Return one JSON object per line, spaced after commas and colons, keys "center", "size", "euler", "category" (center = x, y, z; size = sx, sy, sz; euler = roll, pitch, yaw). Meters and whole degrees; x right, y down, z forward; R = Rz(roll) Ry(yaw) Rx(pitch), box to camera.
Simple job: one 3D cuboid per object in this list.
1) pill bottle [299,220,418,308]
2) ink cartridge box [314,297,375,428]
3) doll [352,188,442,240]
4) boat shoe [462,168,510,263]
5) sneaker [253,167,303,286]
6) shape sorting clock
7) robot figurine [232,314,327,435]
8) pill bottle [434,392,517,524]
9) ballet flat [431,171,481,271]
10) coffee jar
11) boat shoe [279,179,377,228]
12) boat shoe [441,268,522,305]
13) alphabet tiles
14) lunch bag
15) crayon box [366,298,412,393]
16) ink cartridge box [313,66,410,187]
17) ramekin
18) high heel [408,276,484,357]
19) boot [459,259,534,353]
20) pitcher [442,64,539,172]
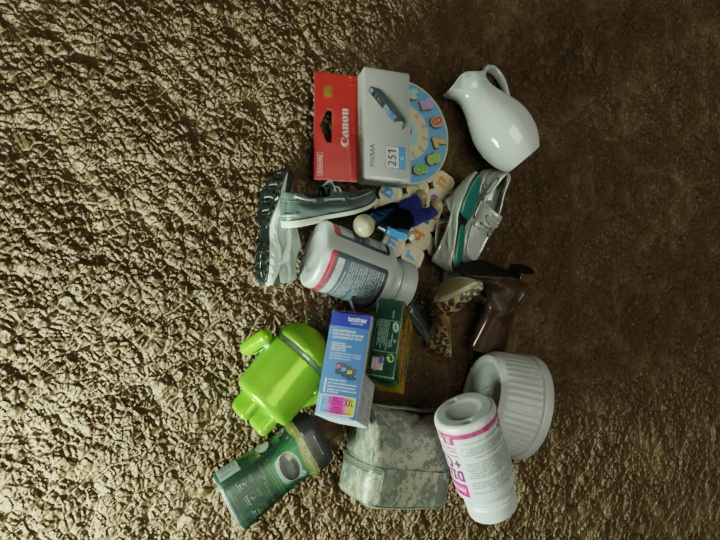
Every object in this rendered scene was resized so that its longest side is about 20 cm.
{"center": [0.000, 0.000, 1.054], "size": [0.196, 0.119, 0.123], "euler": [20, 83, -23], "category": "pill bottle"}
{"center": [-0.013, 0.154, 0.997], "size": [0.074, 0.137, 0.205], "euler": [7, 72, 12], "category": "ink cartridge box"}
{"center": [0.059, -0.098, 1.064], "size": [0.198, 0.135, 0.049], "euler": [-24, 136, -41], "category": "doll"}
{"center": [0.252, -0.111, 1.185], "size": [0.070, 0.068, 0.205], "euler": [22, 83, -40], "category": "boat shoe"}
{"center": [-0.137, -0.075, 1.023], "size": [0.078, 0.073, 0.206], "euler": [3, 95, -35], "category": "sneaker"}
{"center": [0.086, -0.265, 1.121], "size": [0.195, 0.039, 0.206], "euler": [2, 84, -21], "category": "shape sorting clock"}
{"center": [-0.128, 0.178, 1.002], "size": [0.176, 0.115, 0.201], "euler": [45, 74, -19], "category": "robot figurine"}
{"center": [0.209, 0.333, 1.037], "size": [0.111, 0.113, 0.205], "euler": [-25, 105, -21], "category": "pill bottle"}
{"center": [0.183, -0.101, 1.149], "size": [0.068, 0.069, 0.205], "euler": [18, 83, -23], "category": "ballet flat"}
{"center": [-0.147, 0.340, 1.014], "size": [0.197, 0.085, 0.106], "euler": [-31, 100, -19], "category": "coffee jar"}
{"center": [-0.052, -0.122, 1.002], "size": [0.196, 0.072, 0.064], "euler": [-18, 105, -33], "category": "boat shoe"}
{"center": [0.261, 0.030, 1.201], "size": [0.198, 0.064, 0.076], "euler": [18, 85, -24], "category": "boat shoe"}
{"center": [0.114, -0.114, 1.159], "size": [0.193, 0.015, 0.204], "euler": [29, 80, -23], "category": "alphabet tiles"}
{"center": [0.072, 0.336, 1.084], "size": [0.196, 0.138, 0.173], "euler": [13, 83, -26], "category": "lunch bag"}
{"center": [0.057, 0.141, 1.034], "size": [0.049, 0.201, 0.130], "euler": [6, 72, 11], "category": "crayon box"}
{"center": [0.004, -0.259, 1.050], "size": [0.171, 0.045, 0.206], "euler": [2, 84, -18], "category": "ink cartridge box"}
{"center": [0.279, 0.256, 1.149], "size": [0.102, 0.200, 0.206], "euler": [16, 85, -14], "category": "ramekin"}
{"center": [0.185, 0.092, 1.107], "size": [0.143, 0.198, 0.072], "euler": [49, 47, -14], "category": "high heel"}
{"center": [0.244, 0.085, 1.157], "size": [0.182, 0.065, 0.204], "euler": [4, 118, -26], "category": "boot"}
{"center": [0.279, -0.313, 1.176], "size": [0.171, 0.121, 0.202], "euler": [-37, 89, -34], "category": "pitcher"}
